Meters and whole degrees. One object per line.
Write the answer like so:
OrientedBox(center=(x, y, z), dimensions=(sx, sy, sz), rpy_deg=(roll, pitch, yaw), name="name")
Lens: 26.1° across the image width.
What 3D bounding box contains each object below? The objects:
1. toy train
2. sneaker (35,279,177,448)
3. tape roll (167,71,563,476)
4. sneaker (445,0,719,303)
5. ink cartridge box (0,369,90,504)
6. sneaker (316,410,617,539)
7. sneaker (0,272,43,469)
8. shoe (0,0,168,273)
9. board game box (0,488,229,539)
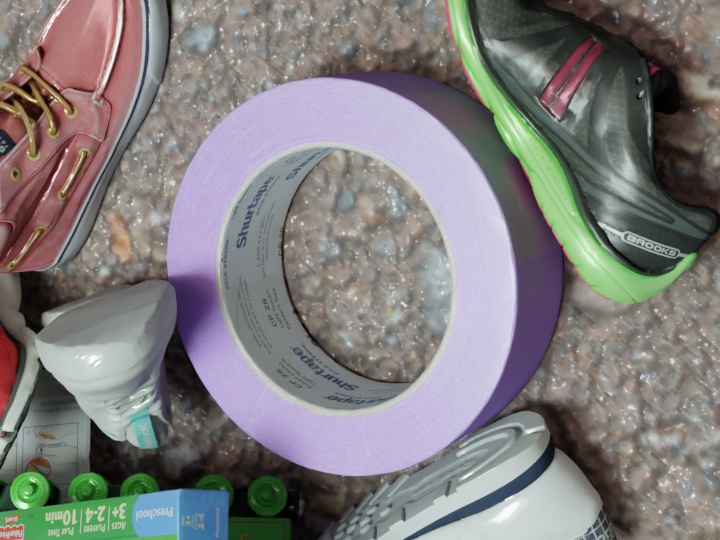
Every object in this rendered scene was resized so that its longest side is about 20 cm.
OrientedBox(center=(-0.130, 0.142, 0.860), dimensions=(0.199, 0.042, 0.057), rpy_deg=(0, 74, 1), name="toy train")
OrientedBox(center=(-0.124, 0.056, 0.826), dimensions=(0.075, 0.200, 0.089), rpy_deg=(-20, 95, -10), name="sneaker")
OrientedBox(center=(0.000, 0.000, 0.798), dimensions=(0.199, 0.066, 0.201), rpy_deg=(5, 101, 28), name="tape roll")
OrientedBox(center=(0.103, -0.084, 0.733), dimensions=(0.084, 0.077, 0.201), rpy_deg=(-29, 87, 11), name="sneaker")
OrientedBox(center=(-0.230, 0.162, 0.904), dimensions=(0.160, 0.050, 0.201), rpy_deg=(-5, 62, 4), name="ink cartridge box")
OrientedBox(center=(0.036, 0.151, 0.805), dimensions=(0.200, 0.076, 0.081), rpy_deg=(-31, 104, 34), name="sneaker")
OrientedBox(center=(-0.232, 0.046, 0.868), dimensions=(0.077, 0.085, 0.200), rpy_deg=(-63, 31, 16), name="sneaker")
OrientedBox(center=(-0.176, -0.083, 0.862), dimensions=(0.071, 0.091, 0.201), rpy_deg=(32, 112, 20), name="shoe")
OrientedBox(center=(-0.125, 0.214, 0.760), dimensions=(0.151, 0.037, 0.201), rpy_deg=(-14, 72, 41), name="board game box")
